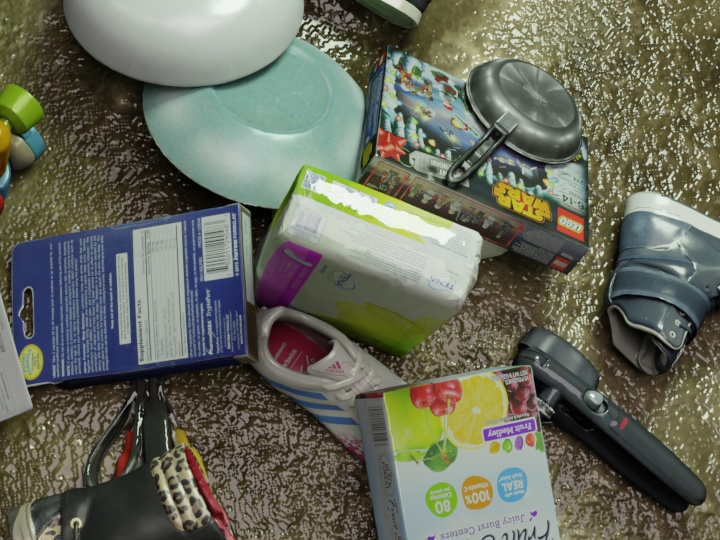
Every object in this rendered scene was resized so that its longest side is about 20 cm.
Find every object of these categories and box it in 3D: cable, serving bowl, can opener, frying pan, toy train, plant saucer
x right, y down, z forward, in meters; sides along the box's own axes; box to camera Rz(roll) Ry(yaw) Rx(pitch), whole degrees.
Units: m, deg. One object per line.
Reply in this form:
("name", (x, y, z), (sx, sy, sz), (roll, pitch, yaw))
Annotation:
("cable", (-0.168, 0.110, 1.378), (0.096, 0.050, 0.202), (-6, 63, 4))
("serving bowl", (-0.144, -0.242, 1.417), (0.198, 0.066, 0.202), (3, 50, -3))
("can opener", (0.204, 0.128, 1.430), (0.200, 0.063, 0.079), (40, 70, 1))
("frying pan", (0.114, -0.132, 1.437), (0.189, 0.031, 0.115), (-11, 58, -43))
("toy train", (-0.283, -0.095, 1.317), (0.084, 0.200, 0.116), (37, 66, 0))
("plant saucer", (-0.076, -0.139, 1.418), (0.199, 0.039, 0.203), (10, 49, -12))

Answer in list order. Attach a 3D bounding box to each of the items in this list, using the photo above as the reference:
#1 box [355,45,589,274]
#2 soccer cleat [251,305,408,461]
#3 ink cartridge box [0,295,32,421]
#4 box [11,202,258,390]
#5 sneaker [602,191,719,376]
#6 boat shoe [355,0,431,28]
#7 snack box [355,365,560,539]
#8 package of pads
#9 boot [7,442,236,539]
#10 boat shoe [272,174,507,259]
("box", (0.096, -0.091, 1.436), (0.198, 0.040, 0.138), (22, 45, -16))
("soccer cleat", (-0.006, 0.097, 1.380), (0.199, 0.086, 0.070), (32, 70, -2))
("ink cartridge box", (-0.356, 0.070, 1.280), (0.198, 0.137, 0.076), (-23, 42, -19))
("box", (-0.178, 0.024, 1.363), (0.198, 0.032, 0.123), (-8, 75, 15))
("sneaker", (0.301, 0.033, 1.463), (0.200, 0.077, 0.147), (18, 60, 3))
("boat shoe", (-0.021, -0.286, 1.488), (0.199, 0.072, 0.068), (31, 87, -11))
("snack box", (0.082, 0.183, 1.358), (0.141, 0.053, 0.202), (-8, 88, -28))
("package of pads", (0.000, 0.000, 1.349), (0.153, 0.200, 0.069), (21, 72, -6))
("boot", (-0.158, 0.239, 1.290), (0.149, 0.073, 0.202), (-26, 83, 1))
("boat shoe", (0.027, -0.053, 1.446), (0.198, 0.072, 0.069), (7, 73, -1))
